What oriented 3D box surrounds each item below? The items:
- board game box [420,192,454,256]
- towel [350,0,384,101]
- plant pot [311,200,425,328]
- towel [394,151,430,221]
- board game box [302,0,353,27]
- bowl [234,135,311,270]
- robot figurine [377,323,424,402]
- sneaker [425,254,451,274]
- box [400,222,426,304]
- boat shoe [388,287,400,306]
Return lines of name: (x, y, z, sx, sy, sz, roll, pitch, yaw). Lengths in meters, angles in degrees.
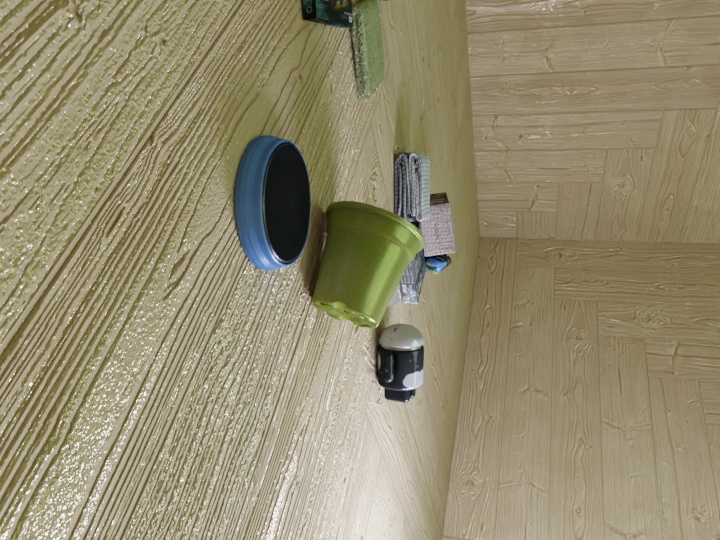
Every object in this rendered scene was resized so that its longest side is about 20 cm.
board game box: (0.243, -0.153, 1.940, 0.200, 0.096, 0.160, -73, 155, -73)
towel: (0.016, -0.489, 1.324, 0.149, 0.036, 0.201, -64, 152, -52)
plant pot: (0.000, 0.000, 1.118, 0.200, 0.199, 0.185, 56, 51, -63)
towel: (0.151, -0.241, 1.739, 0.166, 0.085, 0.201, -31, 121, -72)
board game box: (-0.059, -0.515, 1.079, 0.200, 0.028, 0.136, -45, 134, -66)
bowl: (-0.124, -0.100, 0.903, 0.201, 0.039, 0.202, 2, 90, -73)
robot figurine: (0.104, 0.240, 1.582, 0.150, 0.124, 0.201, -153, -117, -75)
sneaker: (0.241, -0.035, 1.975, 0.200, 0.082, 0.071, -146, -144, -71)
box: (0.156, -0.022, 1.839, 0.158, 0.049, 0.201, -71, 157, -43)
boat shoe: (0.050, 0.012, 1.501, 0.067, 0.057, 0.201, -39, 137, -20)
